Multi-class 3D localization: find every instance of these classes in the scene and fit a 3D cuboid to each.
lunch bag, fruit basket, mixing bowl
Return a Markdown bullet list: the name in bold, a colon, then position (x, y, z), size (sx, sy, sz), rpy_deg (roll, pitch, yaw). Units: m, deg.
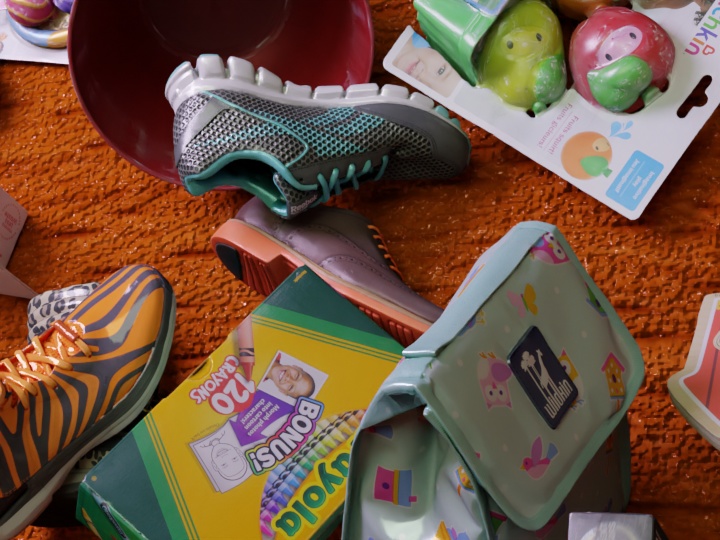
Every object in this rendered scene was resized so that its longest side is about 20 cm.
- **lunch bag**: position (0.069, 0.093, 1.004), size (0.121, 0.201, 0.170), rpy_deg (16, 39, 26)
- **fruit basket**: position (0.141, -0.155, 1.185), size (0.199, 0.094, 0.186), rpy_deg (33, 80, 27)
- **mixing bowl**: position (-0.093, -0.167, 1.252), size (0.199, 0.201, 0.109), rpy_deg (-27, 29, 9)

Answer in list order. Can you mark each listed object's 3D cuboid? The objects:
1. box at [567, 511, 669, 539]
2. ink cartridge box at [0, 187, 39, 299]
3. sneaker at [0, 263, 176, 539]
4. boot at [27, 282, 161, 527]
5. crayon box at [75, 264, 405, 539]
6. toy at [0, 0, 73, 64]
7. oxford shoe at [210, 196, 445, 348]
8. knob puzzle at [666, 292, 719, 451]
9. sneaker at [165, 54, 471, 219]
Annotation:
- **box**: position (0.141, 0.226, 0.938), size (0.049, 0.200, 0.163), rpy_deg (0, 67, 21)
- **ink cartridge box**: position (-0.315, -0.045, 1.312), size (0.199, 0.115, 0.068), rpy_deg (11, 71, 26)
- **sneaker**: position (-0.196, 0.066, 1.127), size (0.077, 0.112, 0.201), rpy_deg (28, 78, 38)
- **boot**: position (-0.137, 0.078, 1.205), size (0.202, 0.074, 0.155), rpy_deg (-8, 60, 18)
- **crayon box**: position (-0.056, 0.106, 1.102), size (0.119, 0.058, 0.200), rpy_deg (39, 60, 11)
- **toy**: position (-0.241, -0.214, 1.402), size (0.198, 0.047, 0.116), rpy_deg (5, 70, 25)
- **oxford shoe**: position (0.000, 0.000, 1.186), size (0.199, 0.071, 0.073), rpy_deg (29, 66, 25)
- **knob puzzle**: position (0.259, 0.046, 1.007), size (0.218, 0.031, 0.220), rpy_deg (-14, 25, 7)
- **sneaker**: position (-0.028, -0.070, 1.192), size (0.198, 0.078, 0.092), rpy_deg (8, 61, -7)
